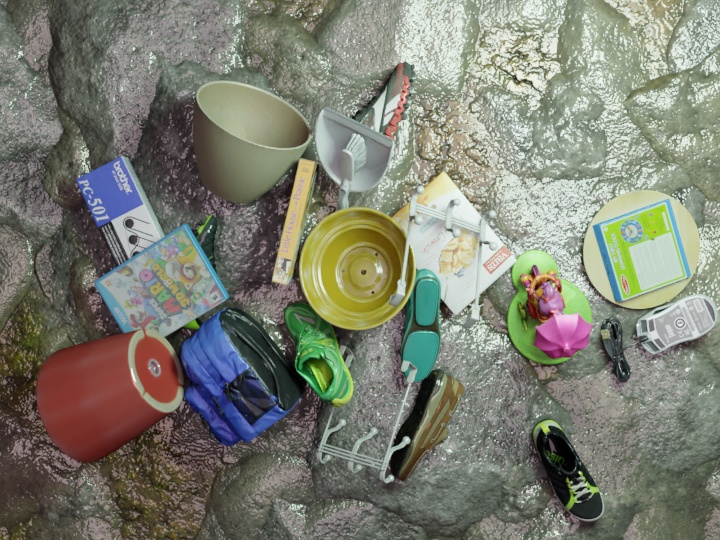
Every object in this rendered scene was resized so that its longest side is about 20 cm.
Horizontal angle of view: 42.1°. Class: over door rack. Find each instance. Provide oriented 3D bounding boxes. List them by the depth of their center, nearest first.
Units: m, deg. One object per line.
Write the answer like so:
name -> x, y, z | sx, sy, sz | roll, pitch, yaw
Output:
over door rack -> 0.140, -0.026, 1.503 | 0.145, 0.067, 0.203 | 17, 68, -13
over door rack -> 0.016, 0.243, 1.589 | 0.146, 0.066, 0.204 | 9, 82, 33

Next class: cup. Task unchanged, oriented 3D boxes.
cup -> -0.197, -0.199, 1.549 | 0.198, 0.201, 0.145 | 27, 121, 0

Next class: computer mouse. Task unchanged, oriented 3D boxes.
computer mouse -> 0.512, 0.104, 1.600 | 0.197, 0.044, 0.111 | -24, 88, 9

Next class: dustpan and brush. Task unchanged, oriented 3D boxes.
dustpan and brush -> -0.019, -0.161, 1.552 | 0.138, 0.201, 0.058 | 27, 62, 13

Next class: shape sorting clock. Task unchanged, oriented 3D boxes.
shape sorting clock -> 0.476, -0.035, 1.592 | 0.196, 0.039, 0.204 | 0, 100, -1

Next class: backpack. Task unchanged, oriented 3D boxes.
backpack -> -0.214, 0.177, 1.572 | 0.167, 0.163, 0.201 | -35, 92, 7

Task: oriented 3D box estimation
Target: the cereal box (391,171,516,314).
cereal box -> 0.152, -0.046, 1.604 | 0.144, 0.040, 0.201 | -41, 91, 3

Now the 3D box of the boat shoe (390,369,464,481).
boat shoe -> 0.118, 0.272, 1.609 | 0.073, 0.076, 0.203 | 23, 100, -17

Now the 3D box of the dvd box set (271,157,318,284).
dvd box set -> -0.107, -0.083, 1.560 | 0.029, 0.146, 0.204 | 13, 93, -1

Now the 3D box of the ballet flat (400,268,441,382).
ballet flat -> 0.105, 0.089, 1.594 | 0.066, 0.071, 0.204 | 4, 112, -2

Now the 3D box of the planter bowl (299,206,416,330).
planter bowl -> 0.000, 0.000, 1.584 | 0.196, 0.083, 0.205 | -1, 85, 9

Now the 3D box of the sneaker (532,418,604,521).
sneaker -> 0.351, 0.348, 1.598 | 0.071, 0.083, 0.202 | -32, 92, 4

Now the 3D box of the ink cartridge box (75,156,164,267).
ink cartridge box -> -0.405, -0.085, 1.621 | 0.093, 0.044, 0.203 | -25, 92, 3

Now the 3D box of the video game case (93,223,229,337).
video game case -> -0.338, 0.032, 1.586 | 0.198, 0.018, 0.145 | -30, 95, 15

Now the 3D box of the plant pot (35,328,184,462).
plant pot -> -0.400, 0.192, 1.540 | 0.175, 0.200, 0.203 | -24, 92, 21

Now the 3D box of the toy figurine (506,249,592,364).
toy figurine -> 0.317, 0.067, 1.533 | 0.148, 0.184, 0.204 | -17, 92, 3

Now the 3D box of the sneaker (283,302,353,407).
sneaker -> -0.076, 0.135, 1.582 | 0.074, 0.083, 0.202 | -37, 65, 14

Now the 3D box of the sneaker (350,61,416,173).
sneaker -> 0.029, -0.262, 1.581 | 0.096, 0.071, 0.204 | 20, 95, -1

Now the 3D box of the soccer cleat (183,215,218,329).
soccer cleat -> -0.273, 0.005, 1.617 | 0.080, 0.068, 0.203 | 20, 100, -8
